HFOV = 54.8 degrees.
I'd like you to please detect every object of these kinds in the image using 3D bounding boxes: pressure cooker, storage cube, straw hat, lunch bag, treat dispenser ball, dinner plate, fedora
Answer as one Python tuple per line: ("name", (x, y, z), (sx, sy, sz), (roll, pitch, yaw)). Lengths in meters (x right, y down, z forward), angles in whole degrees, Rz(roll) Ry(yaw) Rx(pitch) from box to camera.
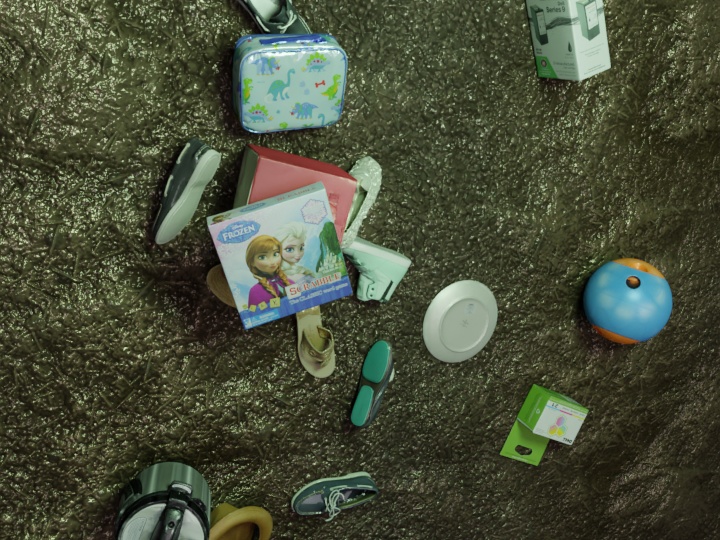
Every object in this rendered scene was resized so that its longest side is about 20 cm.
("pressure cooker", (-0.369, 0.477, 1.316), (0.177, 0.200, 0.178), (-22, 106, -6))
("storage cube", (-0.129, -0.115, 1.248), (0.177, 0.200, 0.173), (11, 103, -20))
("straw hat", (-0.190, -0.002, 1.313), (0.199, 0.201, 0.086), (21, 55, -28))
("lunch bag", (-0.124, -0.333, 1.217), (0.197, 0.083, 0.162), (-10, 133, -19))
("treat dispenser ball", (0.633, 0.073, 1.650), (0.198, 0.201, 0.204), (-8, 110, -22))
("dinner plate", (0.234, 0.121, 1.587), (0.198, 0.024, 0.203), (-8, 109, -23))
("fedora", (-0.279, 0.554, 1.451), (0.199, 0.082, 0.203), (-24, 134, -28))

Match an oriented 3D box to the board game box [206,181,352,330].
("board game box", (-0.130, -0.022, 1.155), (0.198, 0.041, 0.202), (-19, 117, -6))

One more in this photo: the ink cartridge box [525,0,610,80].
("ink cartridge box", (0.412, -0.496, 1.392), (0.083, 0.146, 0.202), (-24, 115, -14))

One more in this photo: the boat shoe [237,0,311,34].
("boat shoe", (-0.150, -0.444, 1.201), (0.199, 0.060, 0.076), (36, 90, -30))

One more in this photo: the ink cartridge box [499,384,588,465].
("ink cartridge box", (0.465, 0.409, 1.757), (0.147, 0.076, 0.202), (22, 96, -28))

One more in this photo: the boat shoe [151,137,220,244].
("boat shoe", (-0.320, -0.140, 1.225), (0.060, 0.074, 0.201), (37, 110, 11))

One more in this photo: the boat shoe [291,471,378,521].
("boat shoe", (-0.056, 0.513, 1.562), (0.197, 0.062, 0.076), (-5, 111, -22))

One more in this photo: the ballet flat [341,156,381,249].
("ballet flat", (-0.011, -0.135, 1.329), (0.071, 0.071, 0.202), (26, 75, -29))

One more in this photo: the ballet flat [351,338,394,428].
("ballet flat", (0.033, 0.246, 1.519), (0.072, 0.073, 0.203), (16, 94, -28))

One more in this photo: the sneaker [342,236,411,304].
("sneaker", (0.000, 0.000, 1.412), (0.199, 0.074, 0.119), (21, 101, -27))

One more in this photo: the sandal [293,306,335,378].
("sandal", (-0.090, 0.144, 1.420), (0.077, 0.070, 0.214), (-19, 114, -17))
